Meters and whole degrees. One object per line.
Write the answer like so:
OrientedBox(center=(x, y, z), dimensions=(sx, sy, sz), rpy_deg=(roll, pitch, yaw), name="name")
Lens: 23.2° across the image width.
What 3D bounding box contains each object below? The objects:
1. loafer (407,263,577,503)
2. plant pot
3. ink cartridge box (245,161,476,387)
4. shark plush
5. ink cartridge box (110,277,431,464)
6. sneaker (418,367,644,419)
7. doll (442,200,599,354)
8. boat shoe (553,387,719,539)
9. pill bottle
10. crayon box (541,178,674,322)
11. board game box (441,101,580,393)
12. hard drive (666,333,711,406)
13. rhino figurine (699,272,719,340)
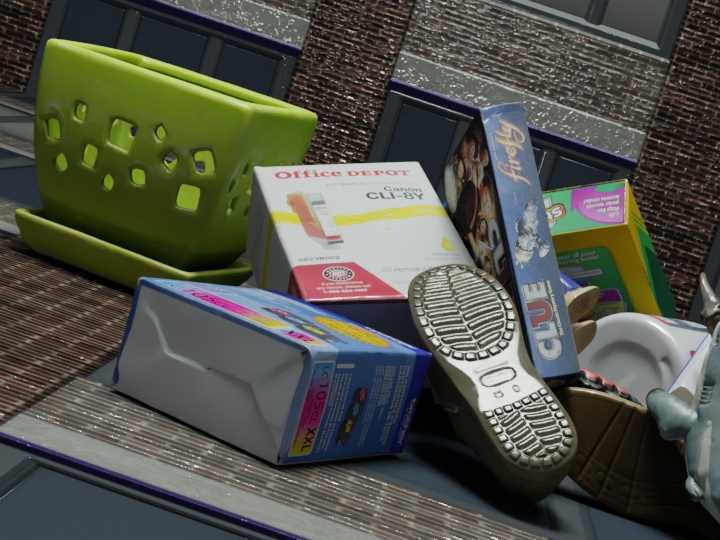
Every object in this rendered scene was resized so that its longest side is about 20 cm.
OrientedBox(center=(0.082, 0.077, 1.177), dimensions=(0.075, 0.068, 0.201), rpy_deg=(-10, 45, -14), name="loafer")
OrientedBox(center=(-0.173, -0.081, 1.518), dimensions=(0.197, 0.183, 0.200), rpy_deg=(20, 7, 14), name="plant pot")
OrientedBox(center=(0.000, 0.000, 1.336), dimensions=(0.143, 0.084, 0.201), rpy_deg=(-2, 32, -15), name="ink cartridge box")
OrientedBox(center=(0.245, 0.123, 1.150), dimensions=(0.090, 0.084, 0.201), rpy_deg=(20, 45, -11), name="shark plush")
OrientedBox(center=(-0.046, 0.064, 1.129), dimensions=(0.135, 0.077, 0.199), rpy_deg=(21, 5, 27), name="ink cartridge box")
OrientedBox(center=(0.137, 0.097, 1.384), dimensions=(0.198, 0.072, 0.098), rpy_deg=(17, 8, 3), name="sneaker")
OrientedBox(center=(0.106, -0.012, 1.423), dimensions=(0.048, 0.137, 0.199), rpy_deg=(-34, 52, -28), name="doll")
OrientedBox(center=(0.213, 0.144, 1.241), dimensions=(0.199, 0.072, 0.065), rpy_deg=(29, 1, 0), name="boat shoe")
OrientedBox(center=(0.265, 0.102, 1.501), dimensions=(0.119, 0.121, 0.199), rpy_deg=(22, 7, 33), name="pill bottle")
OrientedBox(center=(0.165, 0.008, 1.573), dimensions=(0.198, 0.059, 0.173), rpy_deg=(-9, -43, 21), name="crayon box")
OrientedBox(center=(0.106, -0.003, 1.279), dimensions=(0.034, 0.202, 0.136), rpy_deg=(-7, -17, -12), name="board game box")
OrientedBox(center=(0.300, 0.121, 1.367), dimensions=(0.133, 0.025, 0.200), rpy_deg=(55, 24, 2), name="hard drive")
OrientedBox(center=(0.301, 0.090, 1.298), dimensions=(0.201, 0.060, 0.087), rpy_deg=(59, 28, 2), name="rhino figurine")
